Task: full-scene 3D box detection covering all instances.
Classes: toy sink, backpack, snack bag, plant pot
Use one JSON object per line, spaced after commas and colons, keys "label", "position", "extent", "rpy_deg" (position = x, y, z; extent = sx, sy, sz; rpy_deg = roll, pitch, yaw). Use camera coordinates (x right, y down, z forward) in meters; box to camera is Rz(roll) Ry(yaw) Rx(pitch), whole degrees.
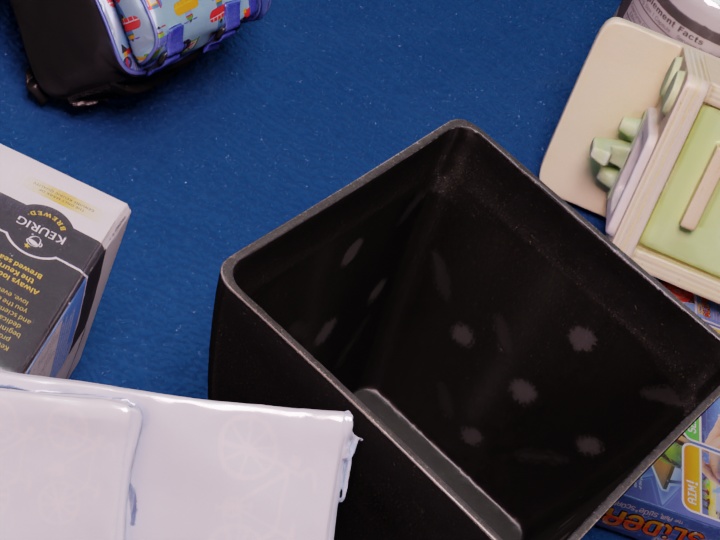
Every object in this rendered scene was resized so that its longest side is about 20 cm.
{"label": "toy sink", "position": [0.224, -0.062, 1.031], "extent": [0.198, 0.131, 0.112], "rpy_deg": [24, 20, 2]}
{"label": "backpack", "position": [-0.130, -0.215, 1.006], "extent": [0.200, 0.134, 0.184], "rpy_deg": [-30, 106, -48]}
{"label": "snack bag", "position": [-0.107, 0.143, 0.687], "extent": [0.198, 0.191, 0.021], "rpy_deg": [7, 5, -4]}
{"label": "plant pot", "position": [0.037, 0.078, 0.814], "extent": [0.199, 0.178, 0.200], "rpy_deg": [42, 47, 15]}

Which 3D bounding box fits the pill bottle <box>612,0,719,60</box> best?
{"label": "pill bottle", "position": [0.236, -0.170, 1.116], "extent": [0.112, 0.201, 0.114], "rpy_deg": [13, 45, -14]}

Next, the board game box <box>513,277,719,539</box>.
{"label": "board game box", "position": [0.167, 0.072, 0.980], "extent": [0.134, 0.035, 0.201], "rpy_deg": [20, 44, -7]}

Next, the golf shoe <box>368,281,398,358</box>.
{"label": "golf shoe", "position": [0.000, 0.000, 0.956], "extent": [0.199, 0.076, 0.091], "rpy_deg": [-23, 47, -40]}

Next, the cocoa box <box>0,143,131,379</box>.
{"label": "cocoa box", "position": [-0.238, 0.008, 0.782], "extent": [0.199, 0.134, 0.132], "rpy_deg": [25, 45, -2]}
